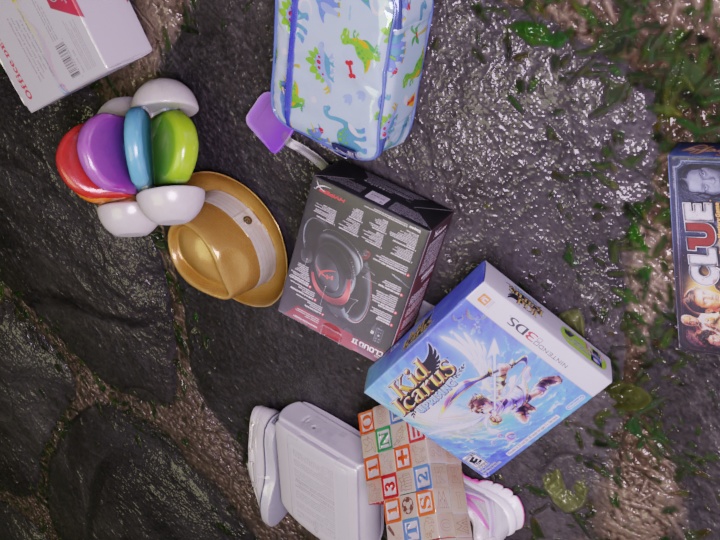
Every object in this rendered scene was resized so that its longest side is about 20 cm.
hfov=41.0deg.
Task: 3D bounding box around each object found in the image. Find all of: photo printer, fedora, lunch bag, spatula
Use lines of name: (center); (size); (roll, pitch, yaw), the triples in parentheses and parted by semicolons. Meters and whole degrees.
photo printer: (-0.041, 0.300, 1.349); (0.166, 0.069, 0.201); (24, 130, 34)
fedora: (-0.186, -0.027, 1.247); (0.199, 0.082, 0.202); (21, 129, 27)
lunch bag: (-0.017, -0.223, 0.987); (0.160, 0.082, 0.201); (29, 131, 24)
spatula: (-0.052, -0.128, 1.116); (0.200, 0.021, 0.057); (42, 120, 3)

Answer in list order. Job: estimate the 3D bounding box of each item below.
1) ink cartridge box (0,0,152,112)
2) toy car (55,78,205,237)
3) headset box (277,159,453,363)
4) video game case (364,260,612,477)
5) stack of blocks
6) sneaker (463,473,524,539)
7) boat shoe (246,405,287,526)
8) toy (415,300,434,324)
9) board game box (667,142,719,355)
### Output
ink cartridge box: (-0.376, -0.304, 1.217); (0.199, 0.086, 0.148); (-10, 111, 44)
toy car: (-0.288, -0.139, 1.178); (0.199, 0.149, 0.177); (-11, 81, 42)
headset box: (0.000, 0.000, 1.087); (0.148, 0.075, 0.201); (26, 119, 16)
video game case: (0.134, 0.113, 1.034); (0.181, 0.046, 0.200); (37, 121, -13)
stack of blocks: (0.066, 0.261, 1.173); (0.115, 0.058, 0.202); (-28, 62, 43)
sneaker: (0.102, 0.294, 1.221); (0.199, 0.088, 0.082); (17, 127, 32)
boat shoe: (-0.138, 0.288, 1.426); (0.065, 0.072, 0.201); (23, 129, 31)
toy: (0.107, 0.114, 1.129); (0.199, 0.047, 0.116); (25, 129, 23)
board game box: (0.350, -0.013, 0.859); (0.135, 0.035, 0.201); (7, 121, 36)
